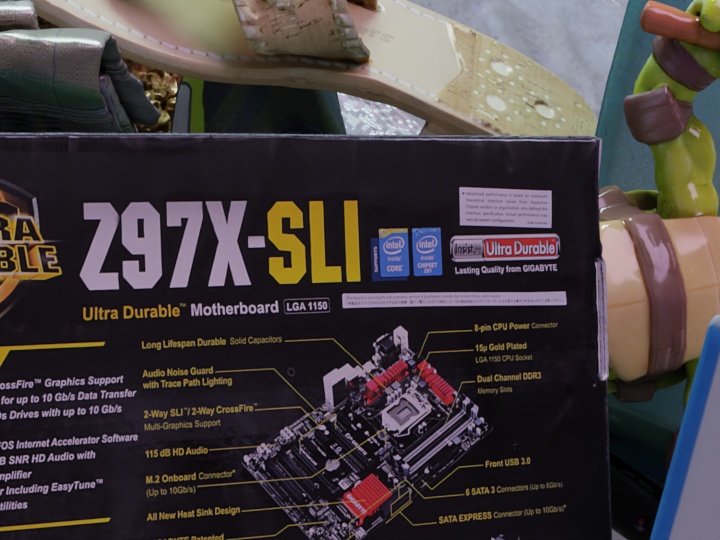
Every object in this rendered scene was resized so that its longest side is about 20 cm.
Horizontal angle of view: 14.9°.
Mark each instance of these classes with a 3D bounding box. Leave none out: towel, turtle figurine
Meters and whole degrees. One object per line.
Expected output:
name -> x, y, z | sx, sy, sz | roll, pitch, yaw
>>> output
towel -> -0.156, -0.060, 0.768 | 0.199, 0.193, 0.035 | 8, 84, -1
turtle figurine -> 0.065, -0.002, 0.720 | 0.160, 0.201, 0.064 | -9, 10, -23

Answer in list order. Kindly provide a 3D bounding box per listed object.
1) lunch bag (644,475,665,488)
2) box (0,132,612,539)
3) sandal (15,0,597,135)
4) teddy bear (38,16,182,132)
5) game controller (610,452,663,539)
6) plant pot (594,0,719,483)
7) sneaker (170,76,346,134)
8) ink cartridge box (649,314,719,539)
lunch bag -> 0.132, 0.030, 0.933 | 0.164, 0.118, 0.200 | 40, 51, 12
box -> -0.033, 0.051, 0.598 | 0.199, 0.049, 0.161 | -2, 89, -35
sandal -> -0.010, -0.093, 0.848 | 0.211, 0.070, 0.078 | 21, 37, -17
teddy bear -> -0.087, -0.072, 0.943 | 0.145, 0.067, 0.200 | 43, 38, 19
game controller -> 0.043, 0.096, 0.803 | 0.200, 0.105, 0.042 | 35, 1, -7
plant pot -> 0.135, -0.031, 0.824 | 0.141, 0.141, 0.201 | 22, 80, 8
sneaker -> 0.000, 0.000, 0.868 | 0.074, 0.081, 0.201 | 4, 64, -48
ink cartridge box -> 0.145, 0.094, 0.665 | 0.084, 0.146, 0.200 | 19, 7, 34
